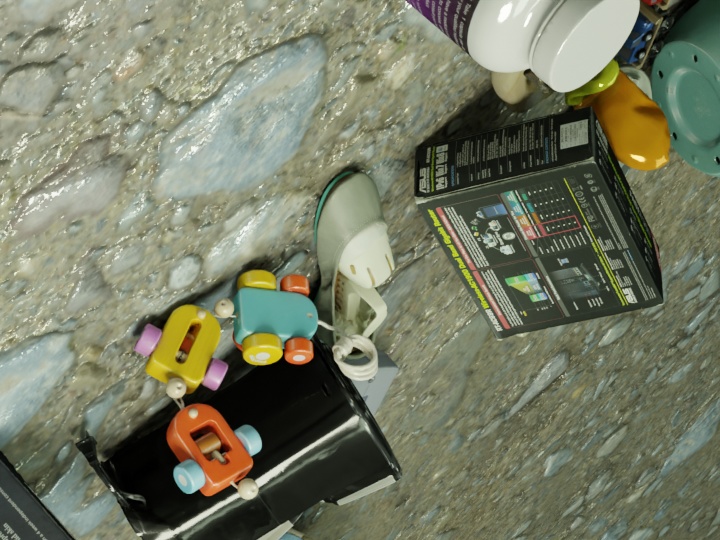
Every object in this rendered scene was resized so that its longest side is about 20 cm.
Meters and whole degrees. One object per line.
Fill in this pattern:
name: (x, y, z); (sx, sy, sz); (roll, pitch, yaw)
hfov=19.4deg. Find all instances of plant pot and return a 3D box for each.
plant pot: (0.356, -0.170, 1.860); (0.161, 0.201, 0.201); (-23, 148, -25)

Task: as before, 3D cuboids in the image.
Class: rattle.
rattle: (0.178, -0.170, 1.621); (0.130, 0.143, 0.200); (-19, 155, -16)

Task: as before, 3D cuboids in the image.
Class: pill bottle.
pill bottle: (0.076, -0.201, 1.311); (0.112, 0.200, 0.112); (-37, 155, -20)

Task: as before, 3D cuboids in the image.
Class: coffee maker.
coffee maker: (-0.085, 0.149, 1.639); (0.200, 0.135, 0.192); (-34, 159, -1)

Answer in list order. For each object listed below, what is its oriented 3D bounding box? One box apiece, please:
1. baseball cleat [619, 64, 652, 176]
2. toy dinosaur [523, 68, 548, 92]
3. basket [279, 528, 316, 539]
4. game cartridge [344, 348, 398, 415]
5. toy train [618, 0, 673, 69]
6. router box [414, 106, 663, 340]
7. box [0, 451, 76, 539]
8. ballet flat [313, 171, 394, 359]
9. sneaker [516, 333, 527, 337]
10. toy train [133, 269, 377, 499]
baseball cleat: (0.206, -0.097, 1.887); (0.106, 0.070, 0.200); (-98, -156, -72)
toy dinosaur: (0.138, -0.183, 1.404); (0.102, 0.077, 0.200); (-61, 175, 29)
basket: (-0.073, 0.353, 1.995); (0.176, 0.139, 0.200); (56, 48, -66)
game cartridge: (-0.055, 0.133, 1.833); (0.200, 0.041, 0.133); (-18, 148, -48)
toy train: (0.251, -0.244, 1.751); (0.046, 0.034, 0.200); (-26, 149, -33)
router box: (0.147, -0.034, 1.705); (0.150, 0.062, 0.200); (-13, 139, 18)
box: (-0.285, 0.246, 1.483); (0.200, 0.148, 0.104); (-41, 157, -10)
ballet flat: (0.000, 0.000, 1.676); (0.067, 0.064, 0.200); (-34, 154, -27)
sneaker: (0.140, -0.007, 1.852); (0.081, 0.088, 0.200); (-30, 155, -3)
toy train: (-0.089, 0.087, 1.570); (0.200, 0.150, 0.056); (-34, 168, -37)
